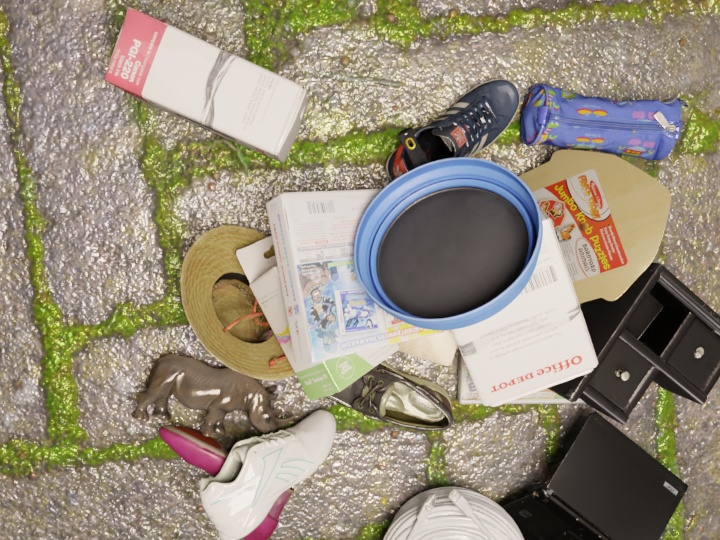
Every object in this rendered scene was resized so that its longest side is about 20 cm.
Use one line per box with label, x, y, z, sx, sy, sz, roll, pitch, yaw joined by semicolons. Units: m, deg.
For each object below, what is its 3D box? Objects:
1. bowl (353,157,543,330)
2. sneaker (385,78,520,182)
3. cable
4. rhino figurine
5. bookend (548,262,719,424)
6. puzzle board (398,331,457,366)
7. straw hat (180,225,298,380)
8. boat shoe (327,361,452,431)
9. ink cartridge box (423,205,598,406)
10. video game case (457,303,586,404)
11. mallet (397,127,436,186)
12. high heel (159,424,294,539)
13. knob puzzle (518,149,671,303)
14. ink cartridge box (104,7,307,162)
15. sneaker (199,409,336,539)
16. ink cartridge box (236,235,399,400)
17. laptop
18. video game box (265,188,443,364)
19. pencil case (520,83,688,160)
bowl;0.091;-0.029;0.668;0.199;0.039;0.202;-11;56;17
sneaker;0.123;-0.169;0.785;0.200;0.085;0.075;-39;98;-1
cable;0.122;0.389;0.836;0.200;0.069;0.200;39;104;-5
rhino figurine;-0.179;0.164;0.804;0.198;0.060;0.088;16;86;-10
bookend;0.367;0.123;0.816;0.198;0.092;0.201;37;87;-14
puzzle board;0.076;0.007;0.823;0.150;0.017;0.202;17;93;4
straw hat;-0.153;0.053;0.777;0.085;0.201;0.202;-28;100;40
boat shoe;0.029;0.159;0.818;0.199;0.066;0.072;19;94;-7
ink cartridge box;0.173;0.040;0.743;0.146;0.083;0.201;-22;111;9
video game case;0.231;0.089;0.852;0.198;0.023;0.184;1;95;-5
mallet;0.107;-0.083;0.756;0.065;0.041;0.201;-22;114;5
high heel;-0.187;0.279;0.808;0.199;0.067;0.097;34;81;-11
knob puzzle;0.285;-0.057;0.794;0.218;0.030;0.222;0;90;24
ink cartridge box;-0.166;-0.202;0.725;0.199;0.146;0.085;21;95;-6
sneaker;-0.109;0.233;0.777;0.200;0.070;0.081;-39;108;-32
ink cartridge box;-0.051;0.037;0.764;0.117;0.067;0.201;-29;91;-41
laptop;0.300;0.315;0.858;0.177;0.104;0.200;38;133;-7
video game box;0.000;0.000;0.732;0.199;0.047;0.184;-7;82;-37
pencil case;0.307;-0.187;0.799;0.198;0.087;0.079;5;99;-5
